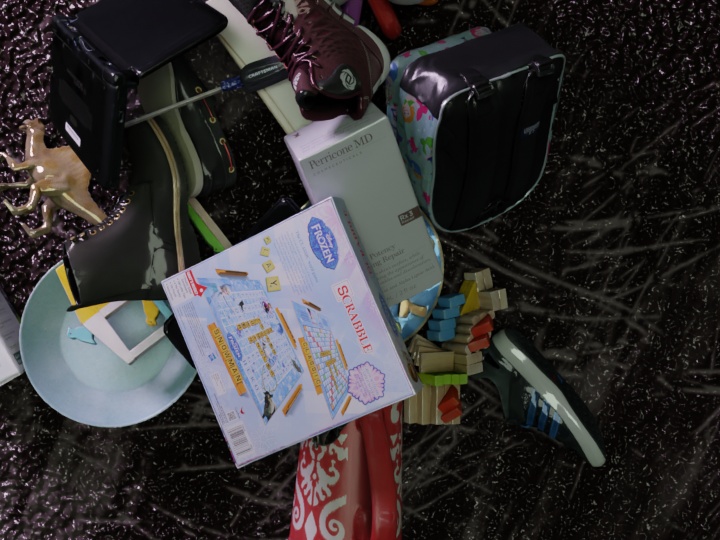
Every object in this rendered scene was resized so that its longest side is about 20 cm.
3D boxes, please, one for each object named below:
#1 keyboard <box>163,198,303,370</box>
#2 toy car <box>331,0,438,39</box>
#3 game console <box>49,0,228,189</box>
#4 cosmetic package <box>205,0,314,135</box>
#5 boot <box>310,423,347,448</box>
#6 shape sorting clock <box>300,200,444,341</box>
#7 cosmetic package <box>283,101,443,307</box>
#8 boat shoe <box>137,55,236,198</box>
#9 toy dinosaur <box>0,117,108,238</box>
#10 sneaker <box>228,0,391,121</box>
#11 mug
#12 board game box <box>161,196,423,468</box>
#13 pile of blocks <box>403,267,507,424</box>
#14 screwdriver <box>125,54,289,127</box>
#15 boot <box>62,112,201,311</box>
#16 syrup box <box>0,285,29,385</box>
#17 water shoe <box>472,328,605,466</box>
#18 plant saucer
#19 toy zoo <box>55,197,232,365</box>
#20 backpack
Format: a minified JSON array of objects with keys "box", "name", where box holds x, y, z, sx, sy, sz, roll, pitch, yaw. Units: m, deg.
[{"box":[-0.108,0.028,0.864,0.200,0.040,0.104,-45,76,12],"name":"keyboard"},{"box":[-0.004,-0.315,0.889,0.198,0.176,0.151,-6,134,-7],"name":"toy car"},{"box":[-0.236,-0.202,0.860,0.116,0.200,0.177,-6,122,-34],"name":"game console"},{"box":[-0.082,-0.212,0.904,0.073,0.104,0.201,-36,96,2],"name":"cosmetic package"},{"box":[-0.078,0.114,0.888,0.200,0.069,0.175,-48,56,23],"name":"boot"},{"box":[0.000,0.000,0.962,0.198,0.039,0.202,0,96,-4],"name":"shape sorting clock"},{"box":[0.006,-0.062,0.867,0.101,0.074,0.201,-27,122,-4],"name":"cosmetic package"},{"box":[-0.196,-0.179,0.921,0.063,0.073,0.203,-17,85,-40],"name":"boat shoe"},{"box":[-0.325,-0.085,0.889,0.101,0.058,0.200,-39,81,-16],"name":"toy dinosaur"},{"box":[-0.061,-0.213,0.780,0.199,0.076,0.116,31,51,-18],"name":"sneaker"},{"box":[0.005,0.217,0.926,0.133,0.177,0.202,3,91,-47],"name":"mug"},{"box":[-0.068,0.061,0.809,0.198,0.041,0.201,-24,86,16],"name":"board game box"},{"box":[0.109,0.083,0.938,0.082,0.062,0.201,28,75,-29],"name":"pile of blocks"},{"box":[-0.156,-0.182,0.844,0.198,0.028,0.029,-15,127,4],"name":"screwdriver"},{"box":[-0.250,-0.062,0.862,0.137,0.077,0.202,-11,79,-29],"name":"boot"},{"box":[-0.441,0.036,0.910,0.081,0.079,0.201,-28,97,-1],"name":"syrup box"},{"box":[0.209,0.159,0.989,0.079,0.072,0.200,-38,93,22],"name":"water shoe"},{"box":[-0.273,0.073,0.933,0.199,0.039,0.203,2,81,-9],"name":"plant saucer"},{"box":[-0.238,0.010,0.919,0.200,0.020,0.132,-38,87,-15],"name":"toy zoo"},{"box":[0.116,-0.148,0.888,0.177,0.151,0.201,-25,135,-20],"name":"backpack"}]
